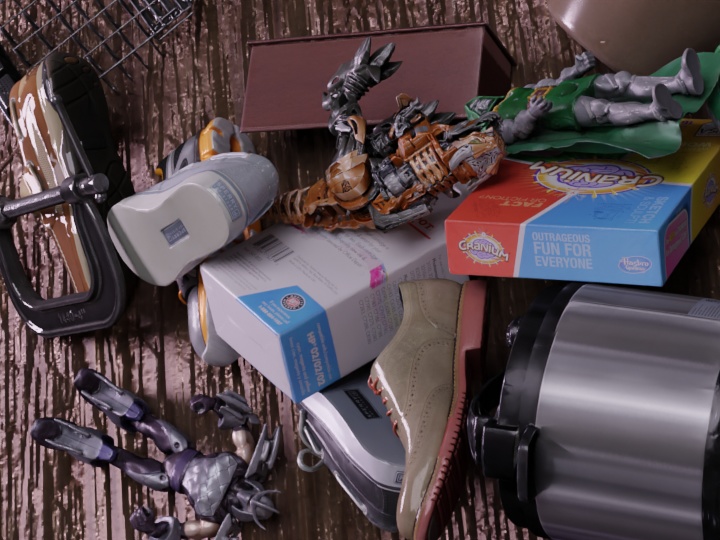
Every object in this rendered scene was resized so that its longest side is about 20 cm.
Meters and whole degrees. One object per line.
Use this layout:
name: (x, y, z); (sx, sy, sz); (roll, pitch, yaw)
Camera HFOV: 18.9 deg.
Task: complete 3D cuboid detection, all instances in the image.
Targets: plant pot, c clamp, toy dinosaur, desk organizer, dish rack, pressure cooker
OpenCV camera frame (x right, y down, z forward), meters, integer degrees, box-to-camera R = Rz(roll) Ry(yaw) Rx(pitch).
plant pot: (0.228, -0.225, 1.548); (0.200, 0.200, 0.175); (47, 110, 33)
c clamp: (-0.236, -0.032, 1.660); (0.199, 0.027, 0.172); (-20, 95, 53)
toy dinosaur: (0.010, -0.079, 1.521); (0.198, 0.103, 0.137); (-4, 50, 14)
desk organizer: (0.012, -0.133, 1.652); (0.198, 0.072, 0.078); (-2, 69, 23)
dish rack: (-0.230, -0.202, 1.804); (0.200, 0.055, 0.154); (-38, 59, 2)
pressure cooker: (0.172, 0.096, 1.412); (0.198, 0.176, 0.180); (8, 68, 23)

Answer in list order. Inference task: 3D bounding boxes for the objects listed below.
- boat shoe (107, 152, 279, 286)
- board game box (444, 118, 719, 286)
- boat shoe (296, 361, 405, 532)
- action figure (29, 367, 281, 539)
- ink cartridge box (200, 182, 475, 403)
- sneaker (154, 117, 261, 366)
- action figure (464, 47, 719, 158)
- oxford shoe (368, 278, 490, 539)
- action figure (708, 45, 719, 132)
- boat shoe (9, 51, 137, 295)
boat shoe: (-0.118, -0.040, 1.570); (0.071, 0.070, 0.200); (-33, 7, -30)
board game box: (0.165, -0.052, 1.491); (0.152, 0.041, 0.200); (3, 26, 25)
boat shoe: (-0.010, 0.112, 1.549); (0.199, 0.073, 0.069); (45, 129, 45)
action figure: (-0.141, 0.142, 1.597); (0.199, 0.069, 0.131); (23, 73, 27)
ink cartridge box: (0.000, 0.000, 1.560); (0.199, 0.068, 0.115); (-29, 40, -21)
sneaker: (-0.117, -0.016, 1.661); (0.077, 0.078, 0.202); (-21, 56, 29)
action figure: (0.147, -0.114, 1.498); (0.199, 0.055, 0.118); (-5, 31, 47)
oxford shoe: (0.040, 0.094, 1.458); (0.074, 0.071, 0.201); (7, 55, 9)
action figure: (0.289, -0.074, 1.454); (0.117, 0.055, 0.201); (-20, 64, -7)
boat shoe: (-0.229, -0.068, 1.716); (0.073, 0.075, 0.202); (-18, 81, 35)
